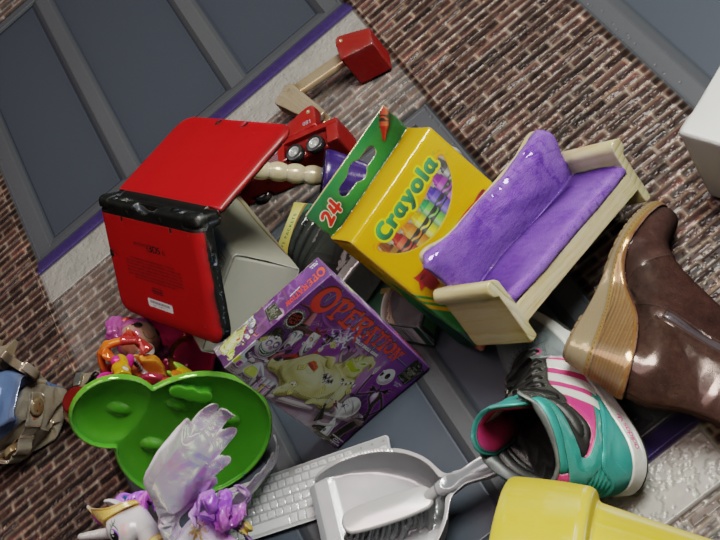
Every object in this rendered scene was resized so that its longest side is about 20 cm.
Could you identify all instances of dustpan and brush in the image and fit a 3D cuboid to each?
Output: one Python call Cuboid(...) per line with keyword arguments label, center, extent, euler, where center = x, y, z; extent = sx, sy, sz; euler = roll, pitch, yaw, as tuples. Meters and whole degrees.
Cuboid(label="dustpan and brush", center=(0.052, 0.197, 1.059), extent=(0.199, 0.057, 0.140), euler=(-21, 54, 6))

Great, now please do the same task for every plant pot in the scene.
Cuboid(label="plant pot", center=(0.188, 0.254, 0.869), extent=(0.187, 0.201, 0.202), euler=(3, 64, 16))

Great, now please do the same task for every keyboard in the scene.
Cuboid(label="keyboard", center=(-0.057, 0.209, 1.153), extent=(0.199, 0.011, 0.057), euler=(-22, 54, 20))

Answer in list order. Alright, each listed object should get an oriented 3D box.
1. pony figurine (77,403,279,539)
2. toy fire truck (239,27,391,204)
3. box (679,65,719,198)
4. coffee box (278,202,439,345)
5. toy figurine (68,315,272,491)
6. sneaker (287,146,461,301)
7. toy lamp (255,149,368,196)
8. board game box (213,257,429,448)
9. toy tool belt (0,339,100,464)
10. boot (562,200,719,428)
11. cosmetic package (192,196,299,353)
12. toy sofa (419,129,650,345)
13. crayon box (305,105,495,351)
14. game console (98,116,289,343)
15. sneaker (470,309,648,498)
Cuboid(label="pony figurine", center=(-0.140, 0.230, 1.077), extent=(0.193, 0.167, 0.200), euler=(-40, 55, 0))
Cuboid(label="toy fire truck", center=(-0.059, -0.167, 1.352), extent=(0.199, 0.049, 0.142), euler=(-21, 54, 21))
Cuboid(label="box", center=(0.392, -0.120, 1.009), extent=(0.199, 0.106, 0.153), euler=(25, 78, 39))
Cuboid(label="coffee box", center=(0.000, 0.000, 1.219), extent=(0.199, 0.044, 0.124), euler=(8, 68, 35))
Cuboid(label="toy figurine", center=(-0.200, 0.099, 1.212), extent=(0.151, 0.199, 0.184), euler=(-56, 33, 20))
Cuboid(label="sneaker", center=(0.006, -0.055, 1.172), extent=(0.200, 0.071, 0.099), euler=(-50, 55, 2))
Cuboid(label="toy lamp", center=(-0.089, -0.103, 1.271), extent=(0.198, 0.058, 0.059), euler=(5, 59, -7))
Cuboid(label="board game box", center=(-0.029, 0.078, 1.089), extent=(0.120, 0.200, 0.032), euler=(-45, 51, 2))
Cuboid(label="toy tool belt", center=(-0.379, 0.138, 1.320), extent=(0.199, 0.123, 0.126), euler=(-8, 59, 27))
Cuboid(label="boot", center=(0.275, 0.040, 1.023), extent=(0.165, 0.073, 0.200), euler=(22, 55, 18))
Cuboid(label="cosmetic package", center=(-0.137, -0.003, 1.230), extent=(0.200, 0.073, 0.104), euler=(48, 121, 57))
Cuboid(label="toy sofa", center=(0.149, -0.036, 1.060), extent=(0.200, 0.098, 0.083), euler=(-46, 19, -26))
Cuboid(label="crayon box", center=(0.064, -0.037, 1.100), extent=(0.127, 0.200, 0.051), euler=(-56, 23, -8))
Cuboid(label="game console", center=(-0.148, -0.043, 1.156), extent=(0.118, 0.174, 0.199), euler=(-19, 19, -32))
Cuboid(label="sneaker", center=(0.135, 0.108, 1.017), extent=(0.200, 0.120, 0.084), euler=(56, 132, 39))
